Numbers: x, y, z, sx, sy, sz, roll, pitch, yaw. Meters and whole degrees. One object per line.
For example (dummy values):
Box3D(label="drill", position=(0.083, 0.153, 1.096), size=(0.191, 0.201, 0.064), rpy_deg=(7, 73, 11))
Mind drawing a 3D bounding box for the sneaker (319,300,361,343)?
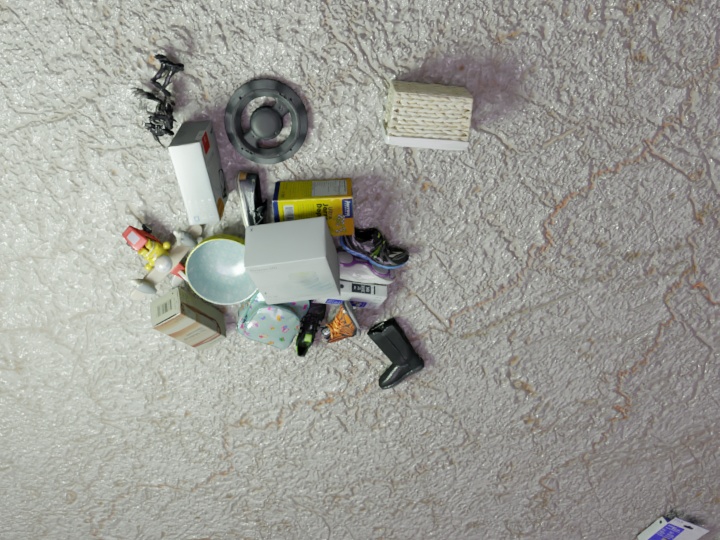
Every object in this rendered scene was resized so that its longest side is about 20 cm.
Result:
Box3D(label="sneaker", position=(-0.061, 0.158, 1.685), size=(0.111, 0.078, 0.200), rpy_deg=(-20, 151, -4))

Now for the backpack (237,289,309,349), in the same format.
Box3D(label="backpack", position=(-0.236, 0.106, 1.648), size=(0.175, 0.154, 0.201), rpy_deg=(21, 108, -20))

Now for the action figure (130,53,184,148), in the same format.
Box3D(label="action figure", position=(-0.465, -0.382, 1.351), size=(0.101, 0.119, 0.201), rpy_deg=(-2, 123, -42))

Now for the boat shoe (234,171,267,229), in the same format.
Box3D(label="boat shoe", position=(-0.268, -0.158, 1.526), size=(0.062, 0.075, 0.201), rpy_deg=(-5, 118, 8))

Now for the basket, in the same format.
Box3D(label="basket", position=(0.155, -0.362, 1.383), size=(0.198, 0.136, 0.124), rpy_deg=(4, 118, -5))

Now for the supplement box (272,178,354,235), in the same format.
Box3D(label="supplement box", position=(-0.117, -0.157, 1.510), size=(0.198, 0.109, 0.110), rpy_deg=(-3, 123, -1))

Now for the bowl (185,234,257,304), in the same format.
Box3D(label="bowl", position=(-0.356, -0.021, 1.584), size=(0.198, 0.108, 0.202), rpy_deg=(-3, 122, -4))

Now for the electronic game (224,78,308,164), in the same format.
Box3D(label="electronic game", position=(-0.224, -0.352, 1.421), size=(0.198, 0.042, 0.202), rpy_deg=(-3, 116, -6))

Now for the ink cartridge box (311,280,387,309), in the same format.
Box3D(label="ink cartridge box", position=(-0.033, 0.067, 1.663), size=(0.198, 0.040, 0.100), rpy_deg=(6, 155, -15))

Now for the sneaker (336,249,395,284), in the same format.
Box3D(label="sneaker", position=(0.000, 0.000, 1.653), size=(0.198, 0.075, 0.100), rpy_deg=(16, 143, -15))

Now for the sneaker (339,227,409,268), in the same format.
Box3D(label="sneaker", position=(0.043, -0.066, 1.599), size=(0.198, 0.071, 0.083), rpy_deg=(21, 125, -12))

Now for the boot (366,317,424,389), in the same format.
Box3D(label="boot", position=(0.080, 0.254, 1.806), size=(0.164, 0.066, 0.200), rpy_deg=(-33, 122, 7))

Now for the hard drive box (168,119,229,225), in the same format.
Box3D(label="hard drive box", position=(-0.381, -0.234, 1.422), size=(0.076, 0.156, 0.201), rpy_deg=(-7, 123, 1))

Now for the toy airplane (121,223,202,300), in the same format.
Box3D(label="toy airplane", position=(-0.510, -0.022, 1.557), size=(0.198, 0.141, 0.202), rpy_deg=(-6, 111, -22))

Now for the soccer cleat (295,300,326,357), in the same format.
Box3D(label="soccer cleat", position=(-0.144, 0.163, 1.727), size=(0.067, 0.081, 0.201), rpy_deg=(13, 118, -11))

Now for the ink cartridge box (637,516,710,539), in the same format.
Box3D(label="ink cartridge box", position=(1.251, 1.052, 2.385), size=(0.197, 0.044, 0.201), rpy_deg=(25, 120, -17))

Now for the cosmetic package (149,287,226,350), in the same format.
Box3D(label="cosmetic package", position=(-0.473, 0.138, 1.648), size=(0.103, 0.088, 0.200), rpy_deg=(-28, 146, 15))

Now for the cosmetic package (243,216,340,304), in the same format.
Box3D(label="cosmetic package", position=(-0.163, -0.020, 1.478), size=(0.198, 0.124, 0.200), rpy_deg=(-7, 148, 6))
